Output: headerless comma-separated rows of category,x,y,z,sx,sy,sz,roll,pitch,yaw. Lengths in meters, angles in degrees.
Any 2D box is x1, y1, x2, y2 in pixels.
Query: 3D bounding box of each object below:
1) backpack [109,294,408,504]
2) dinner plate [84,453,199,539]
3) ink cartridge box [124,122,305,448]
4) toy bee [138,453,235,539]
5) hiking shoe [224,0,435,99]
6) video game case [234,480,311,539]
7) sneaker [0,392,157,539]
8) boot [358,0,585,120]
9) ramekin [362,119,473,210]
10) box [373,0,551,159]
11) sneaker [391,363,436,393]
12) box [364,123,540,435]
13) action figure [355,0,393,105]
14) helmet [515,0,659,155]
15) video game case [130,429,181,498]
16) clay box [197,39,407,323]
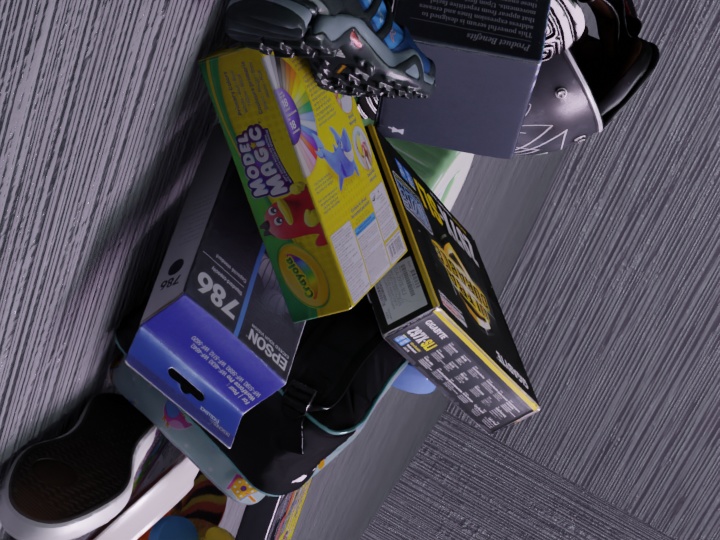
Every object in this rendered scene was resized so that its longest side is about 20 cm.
backpack,-0.063,0.050,1.538,0.153,0.176,0.200,-47,180,38
dinner plate,-0.176,0.189,1.585,0.200,0.024,0.200,-40,180,0
ink cartridge box,-0.075,0.003,1.397,0.039,0.099,0.200,-20,-140,39
toy bee,-0.161,0.247,1.837,0.200,0.109,0.131,-51,-146,-12
hiking shoe,-0.005,-0.156,1.322,0.200,0.074,0.087,24,73,-62
video game case,-0.066,0.181,1.763,0.181,0.025,0.200,-52,162,-69
sneaker,-0.187,0.152,1.456,0.085,0.073,0.200,-66,172,19
boot,0.063,-0.210,1.737,0.079,0.211,0.158,71,0,-48
ramekin,0.017,-0.061,1.914,0.200,0.098,0.200,-59,172,-14
box,0.080,-0.205,1.574,0.148,0.107,0.200,101,1,-67
sneaker,0.000,0.000,1.643,0.078,0.200,0.070,-51,167,31
box,0.050,0.009,1.565,0.049,0.160,0.200,-29,147,11
action figure,-0.017,-0.146,1.568,0.118,0.055,0.200,25,87,-81
helmet,0.149,-0.195,1.939,0.191,0.200,0.200,-46,166,-26
video game case,-0.149,0.109,1.741,0.200,0.023,0.182,-58,172,-15
clay box,-0.038,-0.081,1.379,0.048,0.200,0.115,-15,-167,24
